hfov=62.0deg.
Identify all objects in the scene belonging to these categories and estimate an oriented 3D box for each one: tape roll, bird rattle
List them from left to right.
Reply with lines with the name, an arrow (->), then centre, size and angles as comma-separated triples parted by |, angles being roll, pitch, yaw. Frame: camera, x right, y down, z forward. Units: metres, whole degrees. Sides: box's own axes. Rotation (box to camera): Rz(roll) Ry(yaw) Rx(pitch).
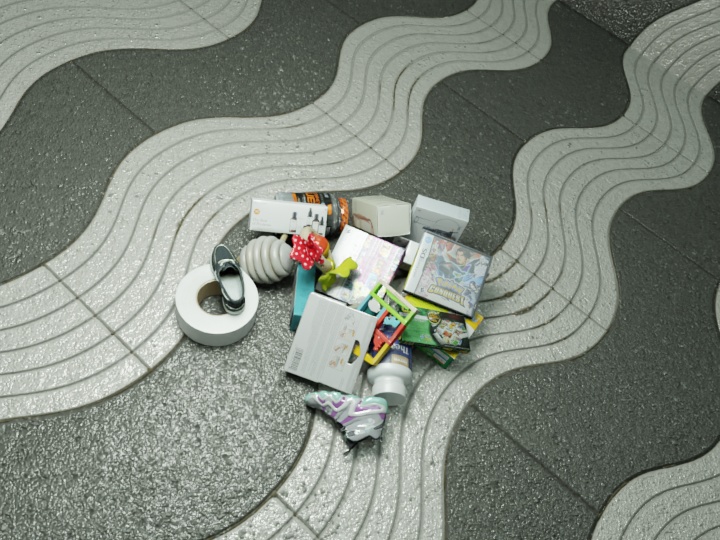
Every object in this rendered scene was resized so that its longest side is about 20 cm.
tape roll -> -0.355, 0.083, 1.489 | 0.202, 0.071, 0.203 | 7, 55, -10
bird rattle -> -0.114, -0.042, 1.519 | 0.200, 0.113, 0.163 | 35, 22, -41

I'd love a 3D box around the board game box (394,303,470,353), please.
board game box -> 0.182, 0.147, 1.509 | 0.199, 0.023, 0.105 | 12, 56, -23

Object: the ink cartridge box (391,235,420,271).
ink cartridge box -> 0.175, -0.025, 1.674 | 0.199, 0.116, 0.068 | 20, 81, -1

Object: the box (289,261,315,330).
box -> -0.149, 0.051, 1.561 | 0.049, 0.082, 0.201 | 8, 55, -10

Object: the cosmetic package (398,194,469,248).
cosmetic package -> 0.202, -0.113, 1.696 | 0.150, 0.200, 0.052 | 17, 53, -2

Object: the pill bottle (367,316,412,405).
pill bottle -> 0.073, 0.224, 1.484 | 0.111, 0.111, 0.201 | 10, 55, -9

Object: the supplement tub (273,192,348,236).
supplement tub -> -0.141, -0.156, 1.680 | 0.199, 0.123, 0.123 | -1, 57, -17

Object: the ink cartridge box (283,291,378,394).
ink cartridge box -> -0.070, 0.175, 1.448 | 0.176, 0.045, 0.201 | 20, 91, 3

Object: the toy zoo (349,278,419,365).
toy zoo -> 0.033, 0.136, 1.449 | 0.131, 0.020, 0.200 | 40, 95, 31

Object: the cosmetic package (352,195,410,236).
cosmetic package -> 0.055, -0.156, 1.688 | 0.103, 0.088, 0.200 | -5, 14, -18

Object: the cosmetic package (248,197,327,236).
cosmetic package -> -0.190, -0.140, 1.578 | 0.199, 0.083, 0.051 | 4, 11, -16

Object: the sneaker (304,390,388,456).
sneaker -> -0.040, 0.357, 1.388 | 0.199, 0.078, 0.140 | 3, 73, 12

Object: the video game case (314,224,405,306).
video game case -> 0.000, 0.000, 1.600 | 0.181, 0.036, 0.201 | 23, 79, 13

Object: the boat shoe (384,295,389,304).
boat shoe -> 0.018, 0.029, 1.643 | 0.067, 0.057, 0.200 | -30, 72, -11

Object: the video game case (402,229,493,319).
video game case -> 0.234, 0.010, 1.597 | 0.199, 0.026, 0.181 | 22, 75, -1

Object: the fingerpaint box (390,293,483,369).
fingerpaint box -> 0.199, 0.135, 1.604 | 0.200, 0.073, 0.167 | 36, 56, 9

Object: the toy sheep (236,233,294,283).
toy sheep -> -0.238, -0.030, 1.559 | 0.199, 0.138, 0.138 | -12, 52, 21

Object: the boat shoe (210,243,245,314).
boat shoe -> -0.320, 0.008, 1.469 | 0.075, 0.060, 0.200 | -14, 62, -23

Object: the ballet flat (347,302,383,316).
ballet flat -> -0.032, 0.123, 1.535 | 0.199, 0.062, 0.068 | -15, 98, 14
